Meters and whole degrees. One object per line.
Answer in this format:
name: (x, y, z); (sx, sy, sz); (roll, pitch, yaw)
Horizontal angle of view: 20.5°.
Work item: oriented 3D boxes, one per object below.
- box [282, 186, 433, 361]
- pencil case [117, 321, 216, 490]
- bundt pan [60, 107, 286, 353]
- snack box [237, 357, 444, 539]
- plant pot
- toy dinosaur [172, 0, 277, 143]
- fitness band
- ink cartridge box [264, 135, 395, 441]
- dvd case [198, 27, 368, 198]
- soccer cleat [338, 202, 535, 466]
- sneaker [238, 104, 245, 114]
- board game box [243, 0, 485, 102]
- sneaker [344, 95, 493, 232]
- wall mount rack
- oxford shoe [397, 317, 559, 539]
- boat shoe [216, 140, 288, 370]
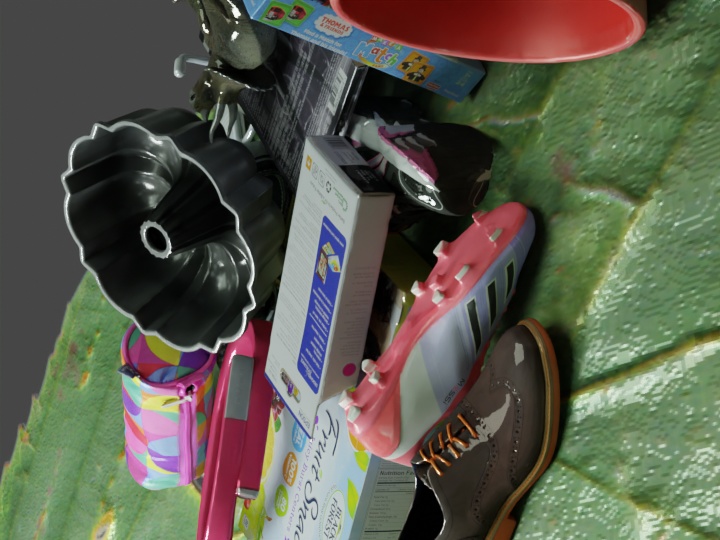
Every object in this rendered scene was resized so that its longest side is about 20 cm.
box: (0.000, 0.000, 1.502); (0.200, 0.050, 0.076); (47, 129, 51)
pencil case: (-0.164, 0.114, 1.703); (0.201, 0.087, 0.089); (97, 158, -58)
bundt pan: (-0.138, -0.040, 1.562); (0.200, 0.076, 0.204); (22, 130, 29)
snack box: (-0.017, 0.155, 1.512); (0.169, 0.067, 0.202); (48, 131, 51)
plant pot: (0.086, -0.241, 1.230); (0.200, 0.199, 0.179); (-9, 73, 60)
toy dinosaur: (-0.087, -0.184, 1.426); (0.103, 0.076, 0.200); (59, 160, 12)
fitness band: (-0.099, 0.136, 1.575); (0.144, 0.037, 0.202); (121, 158, -71)
ink cartridge box: (-0.025, 0.013, 1.432); (0.095, 0.037, 0.202); (50, 133, 51)
dvd case: (-0.061, -0.165, 1.490); (0.201, 0.016, 0.149); (58, 145, 32)
soccer cleat: (0.065, 0.044, 1.363); (0.201, 0.076, 0.067); (-54, 22, 8)
sneaker: (-0.051, -0.160, 1.567); (0.200, 0.078, 0.080); (-172, 84, -65)
board game box: (-0.016, -0.204, 1.382); (0.037, 0.199, 0.152); (-46, 48, 25)
sneaker: (0.037, -0.065, 1.426); (0.200, 0.079, 0.087); (-134, 45, -65)
wall mount rack: (-0.149, -0.082, 1.726); (0.200, 0.074, 0.175); (126, 143, -48)
oxford shoe: (0.078, 0.123, 1.338); (0.071, 0.072, 0.202); (49, 131, 49)
boat shoe: (-0.089, -0.007, 1.647); (0.091, 0.070, 0.201); (61, 146, 38)
